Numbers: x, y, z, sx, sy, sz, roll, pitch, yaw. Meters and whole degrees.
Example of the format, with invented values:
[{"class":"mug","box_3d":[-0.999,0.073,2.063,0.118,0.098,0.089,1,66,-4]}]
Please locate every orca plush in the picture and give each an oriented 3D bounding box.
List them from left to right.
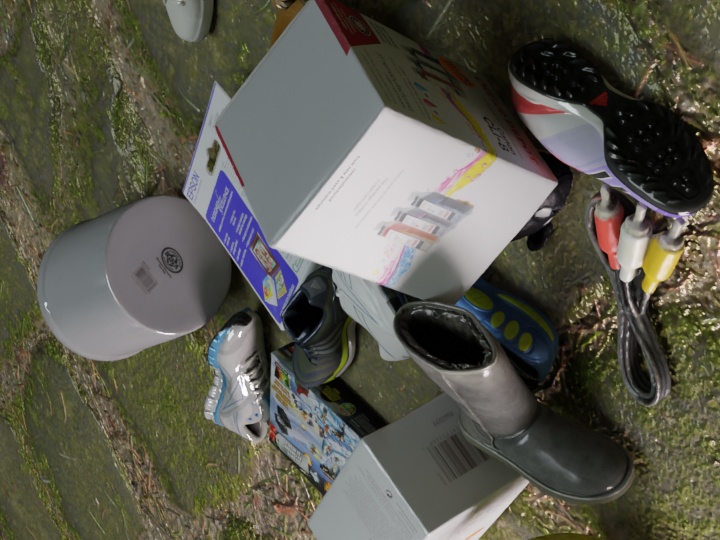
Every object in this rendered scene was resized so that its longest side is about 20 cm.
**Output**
[{"class":"orca plush","box_3d":[0.091,-0.059,1.342,0.199,0.071,0.106,13,123,54]}]

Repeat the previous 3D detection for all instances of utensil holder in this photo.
[{"class":"utensil holder","box_3d":[-0.259,0.008,1.853,0.199,0.169,0.172,-17,97,57]}]

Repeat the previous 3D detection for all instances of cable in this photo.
[{"class":"cable","box_3d":[0.203,0.019,1.242,0.097,0.050,0.202,31,135,34]}]

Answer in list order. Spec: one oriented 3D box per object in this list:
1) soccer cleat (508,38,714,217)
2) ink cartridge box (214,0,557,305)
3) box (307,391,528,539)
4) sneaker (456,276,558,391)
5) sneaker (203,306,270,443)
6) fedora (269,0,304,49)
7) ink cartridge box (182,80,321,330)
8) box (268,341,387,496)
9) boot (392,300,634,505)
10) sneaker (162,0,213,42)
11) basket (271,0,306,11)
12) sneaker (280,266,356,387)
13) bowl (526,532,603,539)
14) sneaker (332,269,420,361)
[{"class":"soccer cleat","box_3d":[0.184,-0.094,1.188,0.200,0.068,0.074,43,158,34]},{"class":"ink cartridge box","box_3d":[0.020,-0.088,1.244,0.145,0.199,0.146,-49,46,22]},{"class":"box","box_3d":[0.058,0.208,1.510,0.107,0.151,0.200,53,148,16]},{"class":"sneaker","box_3d":[0.089,0.039,1.418,0.199,0.070,0.083,40,136,32]},{"class":"sneaker","box_3d":[-0.123,0.123,1.830,0.086,0.075,0.201,37,146,22]},{"class":"fedora","box_3d":[-0.020,-0.150,1.418,0.200,0.081,0.203,169,90,-74]},{"class":"ink cartridge box","box_3d":[-0.099,-0.070,1.661,0.201,0.043,0.199,52,148,17]},{"class":"box","box_3d":[-0.026,0.187,1.738,0.200,0.040,0.138,41,141,35]},{"class":"boot","box_3d":[0.127,0.106,1.306,0.180,0.073,0.201,18,154,25]},{"class":"sneaker","box_3d":[-0.202,-0.316,1.604,0.073,0.084,0.202,26,134,44]},{"class":"basket","box_3d":[-0.051,-0.335,1.288,0.142,0.148,0.202,35,140,40]},{"class":"sneaker","box_3d":[-0.047,0.054,1.632,0.074,0.080,0.201,50,146,25]},{"class":"bowl","box_3d":[0.213,0.304,1.382,0.200,0.107,0.202,36,139,39]},{"class":"sneaker","box_3d":[0.000,0.000,1.516,0.087,0.074,0.201,-40,76,49]}]
